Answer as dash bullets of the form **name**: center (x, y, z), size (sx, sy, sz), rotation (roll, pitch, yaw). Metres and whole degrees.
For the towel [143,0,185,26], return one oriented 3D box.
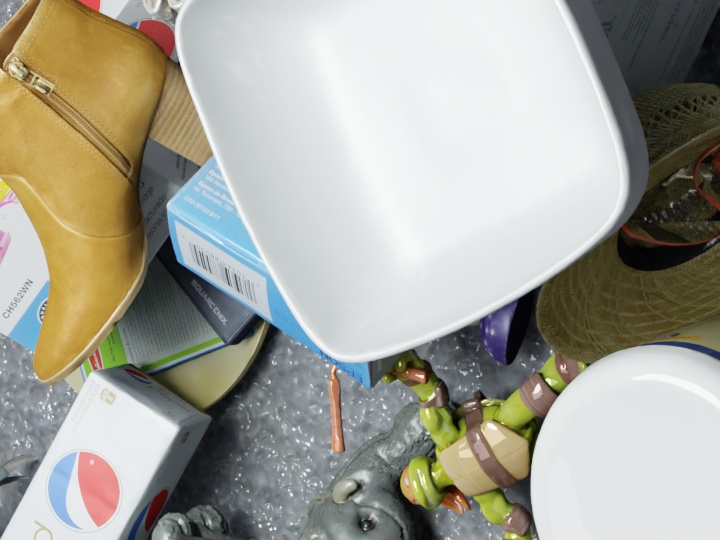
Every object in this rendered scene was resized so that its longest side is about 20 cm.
- **towel**: center (-0.065, -0.189, 1.176), size (0.034, 0.200, 0.134), rotation (-1, 85, 24)

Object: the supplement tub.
- **supplement tub**: center (0.189, 0.094, 1.053), size (0.144, 0.199, 0.146), rotation (7, 102, 34)

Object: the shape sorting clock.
- **shape sorting clock**: center (-0.136, -0.003, 1.371), size (0.199, 0.039, 0.202), rotation (0, 91, 27)

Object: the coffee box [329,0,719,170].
- **coffee box**: center (0.071, -0.193, 1.087), size (0.197, 0.199, 0.201), rotation (35, 117, 25)

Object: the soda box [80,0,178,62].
- **soda box**: center (-0.168, -0.130, 1.327), size (0.200, 0.068, 0.064), rotation (-51, 52, 20)

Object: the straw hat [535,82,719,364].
- **straw hat**: center (0.161, -0.046, 1.077), size (0.201, 0.200, 0.085), rotation (-47, 53, 32)

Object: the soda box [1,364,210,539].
- **soda box**: center (-0.174, 0.161, 1.324), size (0.068, 0.064, 0.201), rotation (31, 100, 12)

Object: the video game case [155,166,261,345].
- **video game case**: center (-0.059, -0.075, 1.296), size (0.200, 0.019, 0.143), rotation (-48, 70, 22)

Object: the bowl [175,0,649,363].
- **bowl**: center (0.031, -0.077, 0.970), size (0.199, 0.074, 0.201), rotation (-28, 84, 35)

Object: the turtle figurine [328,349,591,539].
- **turtle figurine**: center (0.086, 0.106, 1.204), size (0.161, 0.064, 0.201), rotation (-26, 103, 24)

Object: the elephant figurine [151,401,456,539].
- **elephant figurine**: center (-0.021, 0.188, 1.277), size (0.199, 0.142, 0.156), rotation (-13, 120, 21)

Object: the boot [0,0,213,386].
- **boot**: center (-0.176, -0.048, 1.182), size (0.202, 0.143, 0.071), rotation (-58, 25, 7)

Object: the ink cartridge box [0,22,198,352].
- **ink cartridge box**: center (-0.217, -0.056, 1.267), size (0.199, 0.085, 0.145), rotation (32, 110, -15)

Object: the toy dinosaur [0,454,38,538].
- **toy dinosaur**: center (-0.260, 0.178, 1.429), size (0.181, 0.200, 0.105), rotation (27, 107, -9)

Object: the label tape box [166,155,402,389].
- **label tape box**: center (0.009, -0.052, 1.197), size (0.143, 0.200, 0.066), rotation (32, 152, 21)

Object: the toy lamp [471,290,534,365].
- **toy lamp**: center (0.000, 0.000, 1.234), size (0.199, 0.058, 0.059), rotation (16, 108, 14)
